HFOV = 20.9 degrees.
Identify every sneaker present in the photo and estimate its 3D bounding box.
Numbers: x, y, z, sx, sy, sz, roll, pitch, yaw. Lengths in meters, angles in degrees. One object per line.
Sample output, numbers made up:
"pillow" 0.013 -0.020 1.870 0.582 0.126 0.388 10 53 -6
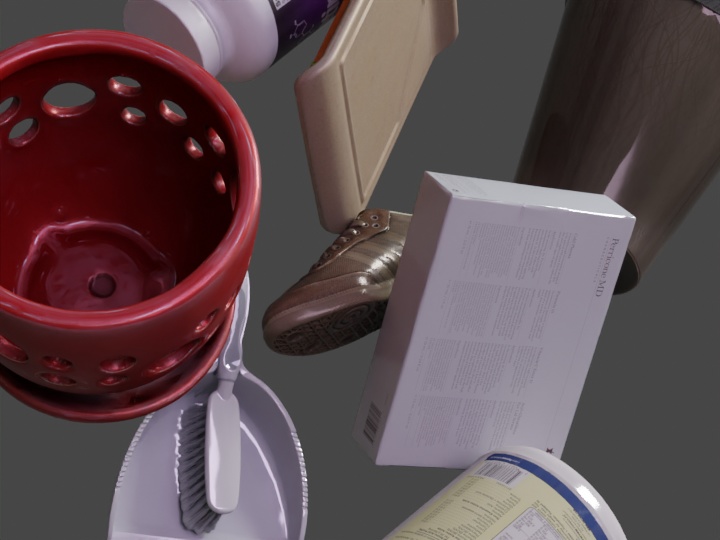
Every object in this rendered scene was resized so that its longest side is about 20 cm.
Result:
"sneaker" 0.000 0.000 1.381 0.199 0.071 0.076 -18 67 -38

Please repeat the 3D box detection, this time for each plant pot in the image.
"plant pot" -0.165 -0.018 1.197 0.198 0.183 0.202 3 64 -7

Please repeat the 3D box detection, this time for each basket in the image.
"basket" 0.198 -0.094 1.473 0.179 0.136 0.201 25 66 8

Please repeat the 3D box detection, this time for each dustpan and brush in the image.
"dustpan and brush" -0.094 0.092 1.291 0.138 0.057 0.202 9 70 -26

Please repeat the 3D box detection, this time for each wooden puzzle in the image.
"wooden puzzle" 0.010 -0.152 1.376 0.037 0.186 0.201 20 61 18

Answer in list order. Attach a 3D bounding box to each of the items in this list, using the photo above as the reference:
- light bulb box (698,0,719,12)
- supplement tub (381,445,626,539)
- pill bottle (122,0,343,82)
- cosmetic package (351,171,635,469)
"light bulb box" 0.323 -0.306 1.614 0.199 0.125 0.200 19 67 -22
"supplement tub" 0.070 0.225 1.291 0.200 0.145 0.146 -35 93 -32
"pill bottle" -0.071 -0.208 1.370 0.200 0.112 0.113 -42 96 -32
"cosmetic package" 0.091 0.040 1.354 0.150 0.052 0.202 7 110 -26
